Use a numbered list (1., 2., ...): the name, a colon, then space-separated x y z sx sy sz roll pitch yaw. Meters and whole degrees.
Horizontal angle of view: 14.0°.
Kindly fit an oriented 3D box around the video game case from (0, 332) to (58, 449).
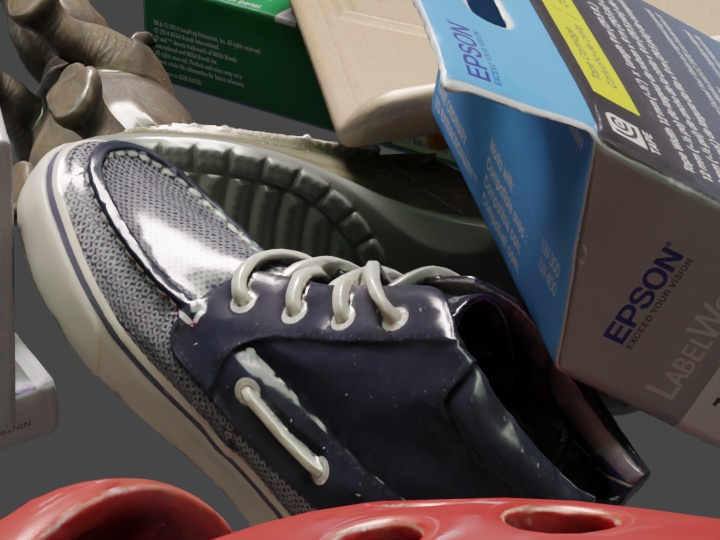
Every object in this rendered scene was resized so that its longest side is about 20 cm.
1. video game case: -0.215 0.021 0.915 0.181 0.023 0.200 -18 35 -22

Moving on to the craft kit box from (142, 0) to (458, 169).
1. craft kit box: 0.056 -0.105 1.081 0.199 0.049 0.197 18 35 27

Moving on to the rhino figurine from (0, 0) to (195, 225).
1. rhino figurine: -0.091 -0.052 0.974 0.060 0.087 0.200 -41 32 11

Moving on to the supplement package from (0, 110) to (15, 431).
1. supplement package: -0.173 -0.052 0.875 0.113 0.110 0.200 -7 42 -14

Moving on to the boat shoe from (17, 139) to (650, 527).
1. boat shoe: -0.006 0.018 0.775 0.200 0.093 0.075 48 34 17

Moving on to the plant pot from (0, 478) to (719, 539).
1. plant pot: -0.001 0.139 0.561 0.182 0.201 0.201 6 33 23

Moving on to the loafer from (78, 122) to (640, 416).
1. loafer: 0.000 0.000 0.886 0.199 0.076 0.070 13 13 -9

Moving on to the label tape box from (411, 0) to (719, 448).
1. label tape box: 0.076 -0.020 0.782 0.199 0.066 0.143 24 22 -24

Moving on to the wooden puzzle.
1. wooden puzzle: 0.071 -0.086 0.944 0.184 0.037 0.200 -9 24 -5
